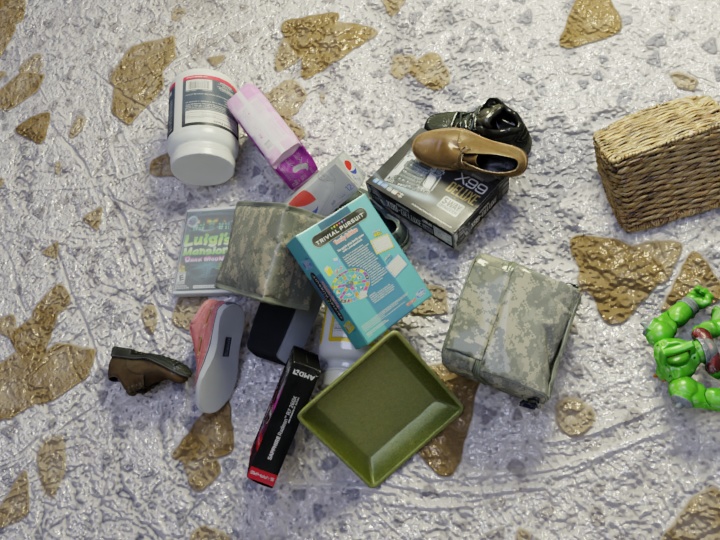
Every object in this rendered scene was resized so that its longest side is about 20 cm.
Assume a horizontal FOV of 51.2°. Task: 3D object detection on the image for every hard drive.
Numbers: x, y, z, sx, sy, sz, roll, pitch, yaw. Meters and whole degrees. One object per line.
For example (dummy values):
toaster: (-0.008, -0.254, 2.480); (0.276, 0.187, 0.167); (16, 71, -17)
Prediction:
hard drive: (-0.127, 0.063, 1.319); (0.135, 0.042, 0.200); (9, 74, 49)

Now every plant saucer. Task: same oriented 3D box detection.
plant saucer: (0.030, 0.211, 1.176); (0.200, 0.200, 0.048); (-41, 26, 0)

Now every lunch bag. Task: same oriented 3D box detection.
lunch bag: (0.234, 0.094, 1.154); (0.168, 0.139, 0.200); (16, 76, 25)
lunch bag: (-0.160, -0.030, 1.272); (0.200, 0.117, 0.164); (12, 88, 48)

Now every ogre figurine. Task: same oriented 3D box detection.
ogre figurine: (0.484, 0.120, 1.083); (0.120, 0.098, 0.200); (-12, 76, 2)

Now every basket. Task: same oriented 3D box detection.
basket: (0.491, -0.176, 1.219); (0.200, 0.149, 0.143); (-19, 31, 11)

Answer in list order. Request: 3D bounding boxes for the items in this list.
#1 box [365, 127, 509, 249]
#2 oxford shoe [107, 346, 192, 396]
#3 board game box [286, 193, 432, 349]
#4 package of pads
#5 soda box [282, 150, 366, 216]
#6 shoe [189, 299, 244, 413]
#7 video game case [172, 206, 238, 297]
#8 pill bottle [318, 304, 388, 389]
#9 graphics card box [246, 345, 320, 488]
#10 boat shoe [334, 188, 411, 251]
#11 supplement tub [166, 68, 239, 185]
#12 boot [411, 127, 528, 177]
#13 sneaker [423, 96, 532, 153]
box: (0.135, -0.148, 1.321); (0.200, 0.050, 0.158); (35, 70, 28)
oxford shoe: (-0.385, 0.192, 1.370); (0.200, 0.073, 0.085); (2, 72, 36)
board game box: (0.000, 0.000, 1.195); (0.151, 0.047, 0.200); (-34, 91, -30)
package of pads: (-0.170, -0.257, 1.450); (0.076, 0.121, 0.200); (-38, 61, 1)
soda box: (-0.085, -0.123, 1.345); (0.200, 0.063, 0.068); (-37, 16, 28)
shoe: (-0.268, 0.151, 1.353); (0.091, 0.071, 0.200); (9, 86, 50)
video game case: (-0.258, -0.039, 1.447); (0.200, 0.023, 0.182); (-2, 68, 19)
pill bottle: (-0.010, 0.102, 1.252); (0.111, 0.111, 0.200); (2, 69, 20)
graphics card box: (-0.123, 0.229, 1.205); (0.051, 0.125, 0.200); (23, 94, -7)
boat shoe: (0.010, -0.107, 1.358); (0.073, 0.062, 0.200); (-47, 62, -3)
supplement tub: (-0.313, -0.286, 1.500); (0.140, 0.140, 0.200); (-11, 66, 15)
boot: (0.176, -0.197, 1.258); (0.200, 0.075, 0.074); (13, 106, 19)
sneaker: (0.199, -0.264, 1.329); (0.199, 0.114, 0.076); (18, 74, 27)
